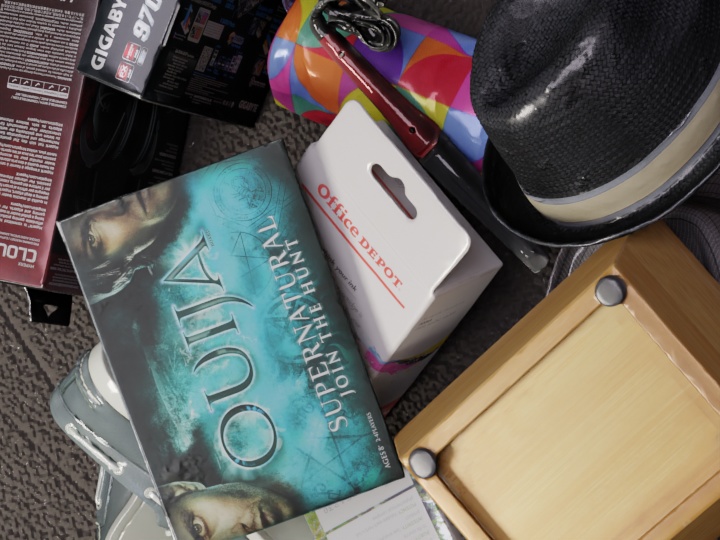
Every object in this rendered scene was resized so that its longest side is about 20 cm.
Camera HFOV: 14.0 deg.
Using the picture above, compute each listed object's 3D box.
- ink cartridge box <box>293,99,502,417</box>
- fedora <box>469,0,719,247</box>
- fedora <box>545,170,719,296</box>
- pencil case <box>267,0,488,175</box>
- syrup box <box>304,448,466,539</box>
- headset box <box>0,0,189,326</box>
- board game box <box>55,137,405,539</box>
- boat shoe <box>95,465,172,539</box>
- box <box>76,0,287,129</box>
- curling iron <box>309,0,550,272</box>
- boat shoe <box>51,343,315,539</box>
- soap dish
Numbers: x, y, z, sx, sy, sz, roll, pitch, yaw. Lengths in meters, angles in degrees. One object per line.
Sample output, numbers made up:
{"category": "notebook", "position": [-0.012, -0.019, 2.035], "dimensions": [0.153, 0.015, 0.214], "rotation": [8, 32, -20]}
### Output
{"category": "ink cartridge box", "position": [0.000, 0.000, 1.665], "dimensions": [0.117, 0.067, 0.200], "rotation": [51, 131, 16]}
{"category": "fedora", "position": [0.126, -0.113, 1.543], "dimensions": [0.200, 0.092, 0.201], "rotation": [-25, 45, 28]}
{"category": "fedora", "position": [0.175, 0.029, 1.625], "dimensions": [0.176, 0.090, 0.201], "rotation": [19, 93, 21]}
{"category": "pencil case", "position": [0.041, -0.106, 1.692], "dimensions": [0.200, 0.088, 0.089], "rotation": [25, 95, 20]}
{"category": "syrup box", "position": [0.052, 0.202, 1.665], "dimensions": [0.079, 0.081, 0.200], "rotation": [-30, 77, 18]}
{"category": "headset box", "position": [-0.170, -0.067, 1.734], "dimensions": [0.077, 0.149, 0.201], "rotation": [10, 89, 22]}
{"category": "board game box", "position": [-0.072, 0.043, 1.621], "dimensions": [0.135, 0.028, 0.201], "rotation": [-20, 92, 0]}
{"category": "boat shoe", "position": [-0.124, 0.130, 1.761], "dimensions": [0.062, 0.073, 0.201], "rotation": [-159, 76, -64]}
{"category": "box", "position": [-0.081, -0.169, 1.680], "dimensions": [0.046, 0.200, 0.159], "rotation": [23, 95, 16]}
{"category": "curling iron", "position": [0.040, -0.079, 1.636], "dimensions": [0.050, 0.026, 0.200], "rotation": [-34, 93, 43]}
{"category": "boat shoe", "position": [-0.096, 0.120, 1.699], "dimensions": [0.062, 0.073, 0.200], "rotation": [-35, 111, 29]}
{"category": "soap dish", "position": [0.129, 0.090, 1.558], "dimensions": [0.200, 0.081, 0.157], "rotation": [-43, 82, 22]}
